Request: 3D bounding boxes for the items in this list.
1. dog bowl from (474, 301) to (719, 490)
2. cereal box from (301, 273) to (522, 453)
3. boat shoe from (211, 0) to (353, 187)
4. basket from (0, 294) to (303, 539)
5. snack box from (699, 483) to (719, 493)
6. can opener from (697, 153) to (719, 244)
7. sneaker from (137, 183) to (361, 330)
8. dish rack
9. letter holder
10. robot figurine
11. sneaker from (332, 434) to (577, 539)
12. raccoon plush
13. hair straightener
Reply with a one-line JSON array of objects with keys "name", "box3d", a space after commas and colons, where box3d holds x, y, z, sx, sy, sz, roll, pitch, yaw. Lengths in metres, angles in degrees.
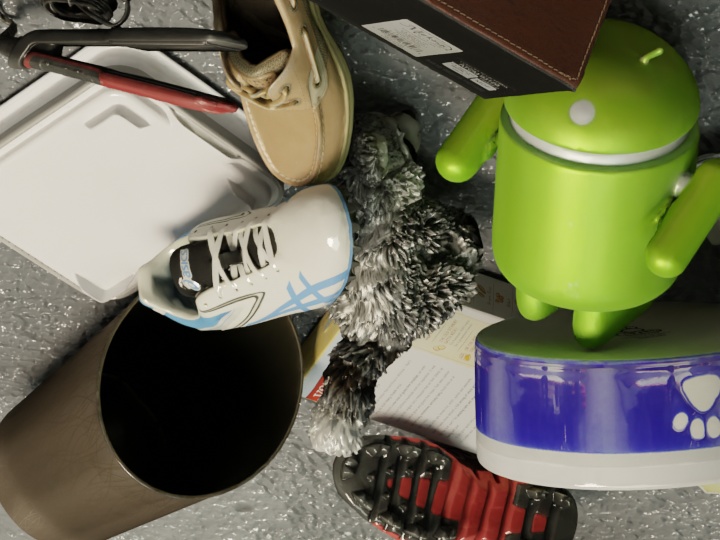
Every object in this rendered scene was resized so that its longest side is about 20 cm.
[{"name": "dog bowl", "box3d": [0.169, 0.074, 1.628, 0.199, 0.200, 0.079, -1, 99, 8]}, {"name": "cereal box", "box3d": [0.072, 0.061, 1.769, 0.199, 0.040, 0.144, 20, 138, -16]}, {"name": "boat shoe", "box3d": [-0.054, -0.124, 1.503, 0.071, 0.065, 0.201, 8, 130, 26]}, {"name": "basket", "box3d": [-0.154, 0.104, 1.768, 0.136, 0.180, 0.200, 46, 141, -10]}, {"name": "snack box", "box3d": [0.282, 0.106, 1.752, 0.200, 0.037, 0.116, -4, 144, 43]}, {"name": "can opener", "box3d": [0.251, -0.006, 1.653, 0.052, 0.067, 0.200, -16, 141, 23]}, {"name": "sneaker", "box3d": [-0.066, -0.004, 1.582, 0.072, 0.072, 0.200, -6, 171, -35]}, {"name": "dish rack", "box3d": [-0.155, -0.052, 1.655, 0.200, 0.044, 0.171, -30, 129, 34]}, {"name": "letter holder", "box3d": [0.039, -0.201, 1.422, 0.200, 0.143, 0.100, 27, 168, -26]}, {"name": "robot figurine", "box3d": [0.137, -0.058, 1.539, 0.175, 0.116, 0.201, 28, 132, 32]}, {"name": "sneaker", "box3d": [0.052, 0.156, 1.838, 0.200, 0.071, 0.098, 18, 178, -34]}, {"name": "raccoon plush", "box3d": [0.000, 0.000, 1.595, 0.096, 0.201, 0.134, -1, 155, 33]}, {"name": "hair straightener", "box3d": [-0.140, -0.141, 1.504, 0.200, 0.077, 0.041, 15, -175, 42]}]
